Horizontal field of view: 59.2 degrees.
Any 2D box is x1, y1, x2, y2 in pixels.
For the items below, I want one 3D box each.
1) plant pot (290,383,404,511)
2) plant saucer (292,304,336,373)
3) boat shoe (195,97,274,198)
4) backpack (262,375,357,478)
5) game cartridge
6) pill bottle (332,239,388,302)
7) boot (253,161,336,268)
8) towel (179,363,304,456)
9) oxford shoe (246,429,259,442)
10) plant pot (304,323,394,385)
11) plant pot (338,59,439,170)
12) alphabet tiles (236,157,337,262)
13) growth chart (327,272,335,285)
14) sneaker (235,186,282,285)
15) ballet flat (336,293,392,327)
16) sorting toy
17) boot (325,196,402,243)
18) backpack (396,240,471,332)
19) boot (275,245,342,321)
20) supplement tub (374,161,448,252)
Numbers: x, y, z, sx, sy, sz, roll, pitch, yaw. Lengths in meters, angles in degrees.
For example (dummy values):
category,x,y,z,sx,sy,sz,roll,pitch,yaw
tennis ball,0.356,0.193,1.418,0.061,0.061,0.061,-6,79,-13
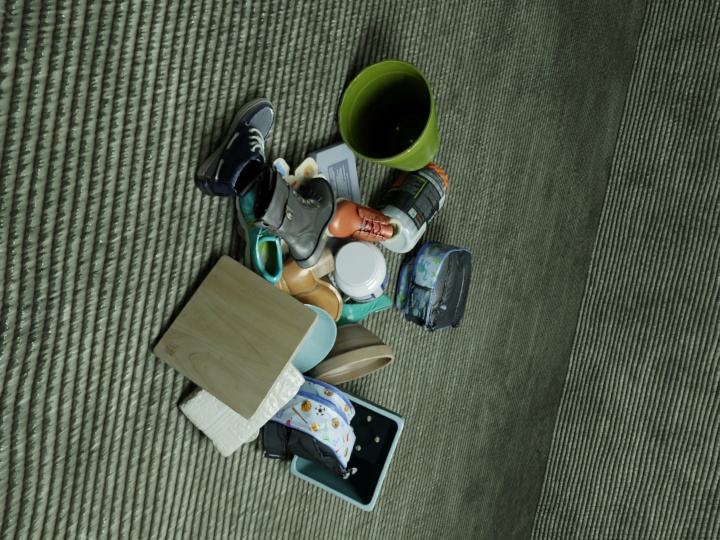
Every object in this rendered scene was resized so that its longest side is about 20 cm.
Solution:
category,x,y,z,sx,sy,sz,roll,pitch,yaw
plant pot,-0.011,0.373,1.396,0.200,0.192,0.200,30,81,-76
plant saucer,-0.143,0.126,1.198,0.196,0.039,0.204,-14,136,-13
boat shoe,-0.179,-0.200,1.044,0.203,0.091,0.075,-61,142,-20
backpack,-0.099,0.293,1.222,0.191,0.195,0.157,69,34,-62
game cartridge,-0.053,-0.147,1.276,0.132,0.040,0.205,-33,122,-49
pill bottle,0.000,0.000,1.285,0.200,0.109,0.114,59,50,-81
boot,-0.111,-0.120,1.061,0.175,0.068,0.204,53,36,-49
towel,-0.206,0.216,1.117,0.199,0.034,0.133,-41,109,-7
oxford shoe,-0.226,0.216,1.162,0.073,0.058,0.205,-11,109,-4
plant pot,-0.033,0.174,1.343,0.199,0.199,0.095,8,58,-54
plant pot,0.081,-0.296,1.311,0.192,0.196,0.205,21,85,-66
alphabet tiles,-0.132,-0.104,1.172,0.196,0.014,0.201,-47,129,-14
growth chart,-0.093,0.032,1.308,0.143,0.017,0.206,-3,102,-54
sneaker,-0.162,-0.074,1.084,0.076,0.079,0.205,-11,97,-23
ballet flat,0.008,0.070,1.430,0.198,0.066,0.072,-22,106,-51
sorting toy,-0.201,0.114,1.055,0.201,0.197,0.070,-56,168,-19
boot,0.006,-0.092,1.227,0.198,0.105,0.077,-6,113,-59
backpack,0.182,0.031,1.584,0.181,0.145,0.205,-2,108,-54
boot,-0.117,0.052,1.212,0.153,0.077,0.202,-26,145,-16
supplement tub,0.115,-0.150,1.448,0.201,0.121,0.124,-53,139,-28
